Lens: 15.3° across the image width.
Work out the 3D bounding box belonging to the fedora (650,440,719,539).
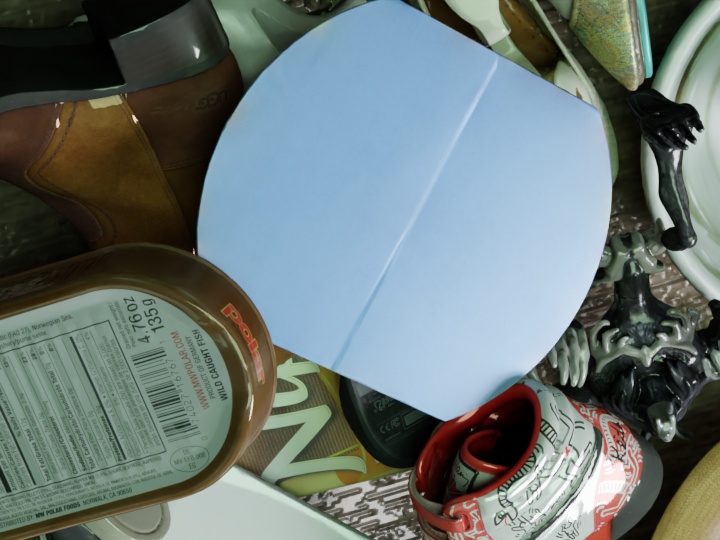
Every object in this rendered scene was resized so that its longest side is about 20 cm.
[{"bbox_3d":[0.218,0.151,1.378,0.200,0.082,0.201,-4,107,-15],"label":"fedora"}]

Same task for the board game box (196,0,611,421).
[{"bbox_3d":[0.016,-0.031,1.190,0.200,0.039,0.158,25,95,-29],"label":"board game box"}]

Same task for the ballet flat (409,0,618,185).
[{"bbox_3d":[0.064,-0.103,1.277,0.067,0.062,0.200,-34,111,3],"label":"ballet flat"}]

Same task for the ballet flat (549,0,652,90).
[{"bbox_3d":[0.097,-0.182,1.268,0.071,0.071,0.201,-11,105,-13],"label":"ballet flat"}]

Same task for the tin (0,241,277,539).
[{"bbox_3d":[-0.134,0.056,1.160,0.200,0.042,0.112,-17,103,20],"label":"tin"}]

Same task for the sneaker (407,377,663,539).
[{"bbox_3d":[0.043,0.136,1.257,0.201,0.067,0.108,-48,135,10],"label":"sneaker"}]

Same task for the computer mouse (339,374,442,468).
[{"bbox_3d":[0.000,0.000,1.237,0.059,0.034,0.201,-24,111,-29],"label":"computer mouse"}]

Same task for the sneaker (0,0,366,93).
[{"bbox_3d":[-0.088,-0.108,1.235,0.199,0.074,0.089,6,86,-18],"label":"sneaker"}]

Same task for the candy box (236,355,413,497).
[{"bbox_3d":[-0.024,0.045,1.294,0.199,0.055,0.116,-13,109,-13],"label":"candy box"}]

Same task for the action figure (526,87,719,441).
[{"bbox_3d":[0.132,0.021,1.275,0.119,0.102,0.200,-10,120,7],"label":"action figure"}]

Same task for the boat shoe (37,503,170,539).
[{"bbox_3d":[-0.176,0.067,1.234,0.200,0.073,0.063,47,120,1],"label":"boat shoe"}]

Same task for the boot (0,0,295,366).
[{"bbox_3d":[-0.125,-0.017,1.192,0.188,0.068,0.200,-25,126,-10],"label":"boot"}]

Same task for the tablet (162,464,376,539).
[{"bbox_3d":[-0.086,0.188,1.286,0.130,0.014,0.200,30,103,-17],"label":"tablet"}]

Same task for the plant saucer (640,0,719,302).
[{"bbox_3d":[0.227,-0.070,1.341,0.200,0.050,0.201,-4,105,-15],"label":"plant saucer"}]
